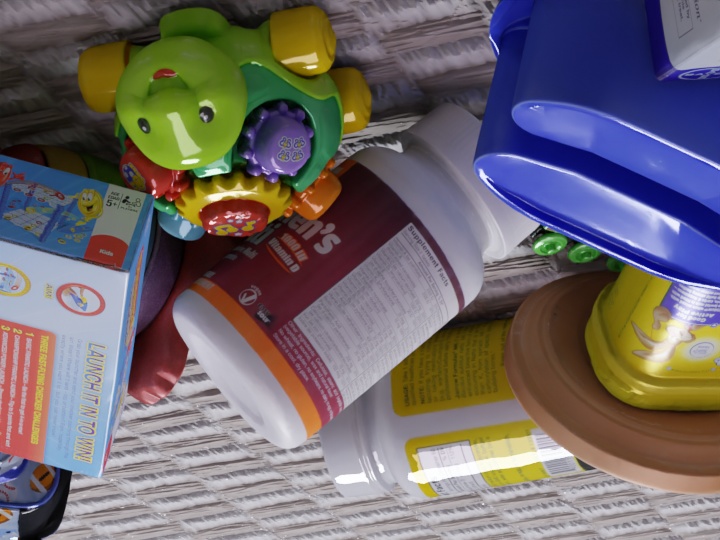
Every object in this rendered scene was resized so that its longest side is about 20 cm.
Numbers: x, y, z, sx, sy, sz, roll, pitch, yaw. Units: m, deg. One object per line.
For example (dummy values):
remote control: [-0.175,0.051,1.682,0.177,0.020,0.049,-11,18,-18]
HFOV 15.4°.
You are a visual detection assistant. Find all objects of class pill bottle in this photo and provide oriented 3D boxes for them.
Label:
pill bottle: [0.076,0.095,1.855,0.199,0.115,0.114,-10,157,15]
pill bottle: [0.000,0.000,1.515,0.200,0.110,0.110,-40,161,-12]

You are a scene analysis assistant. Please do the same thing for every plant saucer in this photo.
plant saucer: [0.192,0.064,1.721,0.199,0.201,0.032,3,129,-18]

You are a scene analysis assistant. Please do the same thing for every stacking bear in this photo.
stacking bear: [-0.185,-0.024,1.536,0.199,0.122,0.114,27,-175,-33]

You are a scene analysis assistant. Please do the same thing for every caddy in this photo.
caddy: [0.154,-0.079,1.366,0.199,0.105,0.141,24,152,-6]

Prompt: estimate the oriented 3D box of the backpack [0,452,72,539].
backpack: [-0.274,0.074,1.660,0.189,0.201,0.154,1,153,3]

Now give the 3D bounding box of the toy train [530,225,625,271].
toy train: [0.132,-0.035,1.655,0.199,0.042,0.056,11,142,-34]

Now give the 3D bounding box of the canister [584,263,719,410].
canister: [0.238,-0.007,1.624,0.148,0.087,0.200,0,142,-19]

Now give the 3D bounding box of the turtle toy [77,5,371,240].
turtle toy: [-0.077,-0.078,1.428,0.145,0.102,0.200,-10,157,12]

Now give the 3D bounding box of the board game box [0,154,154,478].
board game box: [-0.221,0.015,1.464,0.195,0.056,0.201,15,141,0]

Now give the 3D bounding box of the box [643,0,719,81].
box: [0.241,-0.159,1.219,0.183,0.106,0.200,-5,173,-11]
